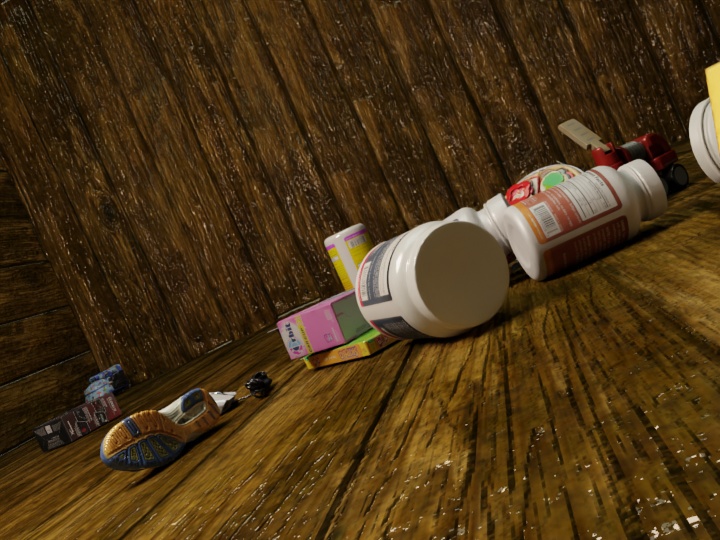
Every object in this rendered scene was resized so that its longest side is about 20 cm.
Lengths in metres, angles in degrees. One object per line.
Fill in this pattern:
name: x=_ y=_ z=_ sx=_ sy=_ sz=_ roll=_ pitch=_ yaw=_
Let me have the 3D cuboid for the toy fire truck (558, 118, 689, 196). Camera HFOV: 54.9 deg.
toy fire truck: x=0.474 y=-0.209 z=1.276 sx=0.176 sy=0.201 sz=0.129 roll=-26 pitch=2 yaw=-30

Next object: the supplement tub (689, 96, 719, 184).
supplement tub: x=0.523 y=-0.187 z=0.838 sx=0.144 sy=0.145 sz=0.200 roll=-25 pitch=1 yaw=-28

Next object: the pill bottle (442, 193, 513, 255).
pill bottle: x=0.158 y=-0.027 z=1.080 sx=0.200 sy=0.120 sz=0.120 roll=-34 pitch=-1 yaw=17

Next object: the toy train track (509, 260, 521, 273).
toy train track: x=0.291 y=-0.024 z=1.090 sx=0.199 sy=0.033 sz=0.115 roll=-32 pitch=2 yaw=-2

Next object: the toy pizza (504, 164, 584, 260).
toy pizza: x=0.317 y=-0.110 z=1.238 sx=0.200 sy=0.032 sz=0.201 roll=-30 pitch=42 yaw=31

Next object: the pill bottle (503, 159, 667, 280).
pill bottle: x=0.309 y=-0.074 z=0.958 sx=0.199 sy=0.113 sz=0.112 roll=-24 pitch=2 yaw=0

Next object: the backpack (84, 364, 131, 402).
backpack: x=-1.231 y=0.557 z=3.312 sx=0.182 sy=0.135 sz=0.200 roll=-24 pitch=4 yaw=45

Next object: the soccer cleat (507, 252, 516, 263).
soccer cleat: x=0.226 y=-0.022 z=1.172 sx=0.073 sy=0.068 sz=0.200 roll=-52 pitch=6 yaw=-36

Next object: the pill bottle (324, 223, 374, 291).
pill bottle: x=0.000 y=0.000 z=1.611 sx=0.104 sy=0.201 sz=0.104 roll=-24 pitch=1 yaw=1

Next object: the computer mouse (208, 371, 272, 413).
computer mouse: x=-0.239 y=0.211 z=1.115 sx=0.199 sy=0.044 sz=0.110 roll=-25 pitch=3 yaw=3

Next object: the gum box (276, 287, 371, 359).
gum box: x=-0.026 y=0.072 z=1.134 sx=0.113 sy=0.066 sz=0.200 roll=-21 pitch=1 yaw=34

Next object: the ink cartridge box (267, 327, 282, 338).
ink cartridge box: x=-0.138 y=0.140 z=2.012 sx=0.197 sy=0.047 sz=0.200 roll=-22 pitch=4 yaw=29

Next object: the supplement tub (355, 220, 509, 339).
supplement tub: x=0.085 y=0.015 z=0.879 sx=0.140 sy=0.141 sz=0.200 roll=-25 pitch=2 yaw=-20

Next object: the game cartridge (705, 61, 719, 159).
game cartridge: x=0.478 y=-0.176 z=0.741 sx=0.032 sy=0.177 sz=0.200 roll=2 pitch=-11 yaw=-29

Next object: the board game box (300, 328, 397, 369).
board game box: x=-0.010 y=0.116 z=1.081 sx=0.095 sy=0.030 sz=0.200 roll=-24 pitch=3 yaw=-36

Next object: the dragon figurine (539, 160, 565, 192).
dragon figurine: x=0.367 y=-0.125 z=1.279 sx=0.059 sy=0.201 sz=0.099 roll=-3 pitch=-16 yaw=40

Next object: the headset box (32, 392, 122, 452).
headset box: x=-0.788 y=0.422 z=1.955 sx=0.148 sy=0.075 sz=0.200 roll=-23 pitch=2 yaw=31

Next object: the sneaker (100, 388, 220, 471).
sneaker: x=-0.272 y=0.226 z=0.921 sx=0.088 sy=0.075 sz=0.200 roll=-36 pitch=-10 yaw=25
